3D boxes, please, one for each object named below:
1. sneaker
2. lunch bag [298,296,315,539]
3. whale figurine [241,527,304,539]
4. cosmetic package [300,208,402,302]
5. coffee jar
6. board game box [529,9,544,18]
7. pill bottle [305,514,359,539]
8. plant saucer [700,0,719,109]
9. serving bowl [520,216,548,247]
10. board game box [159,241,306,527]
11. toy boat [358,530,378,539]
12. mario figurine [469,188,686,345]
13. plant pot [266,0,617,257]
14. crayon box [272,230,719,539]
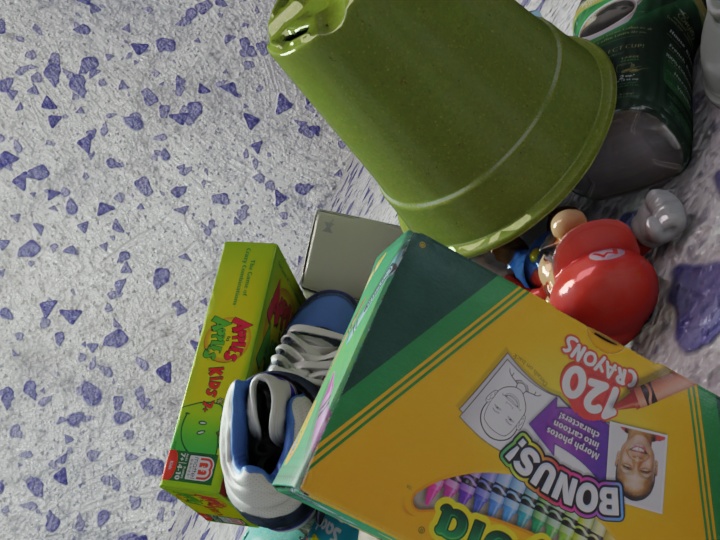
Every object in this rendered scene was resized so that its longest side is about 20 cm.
[{"bbox_3d":[-0.041,0.081,0.612,0.147,0.080,0.201,83,-159,-63],"label":"sneaker"},{"bbox_3d":[-0.023,0.145,0.793,0.201,0.139,0.168,-64,-23,-22],"label":"lunch bag"},{"bbox_3d":[-0.058,0.264,0.895,0.201,0.103,0.159,-64,9,3],"label":"whale figurine"},{"bbox_3d":[0.000,0.000,0.822,0.200,0.105,0.071,96,-174,-84],"label":"cosmetic package"},{"bbox_3d":[0.210,-0.156,0.671,0.104,0.085,0.201,-17,41,44],"label":"coffee jar"},{"bbox_3d":[0.130,-0.169,0.928,0.200,0.103,0.105,-41,-8,40],"label":"board game box"},{"bbox_3d":[0.012,0.216,0.636,0.201,0.110,0.111,-63,9,-9],"label":"pill bottle"},{"bbox_3d":[0.281,-0.202,0.560,0.201,0.050,0.200,-59,10,18],"label":"plant saucer"},{"bbox_3d":[0.133,-0.061,0.768,0.200,0.066,0.201,-47,-31,-39],"label":"serving bowl"},{"bbox_3d":[-0.094,0.089,0.683,0.102,0.047,0.201,68,-152,-59],"label":"board game box"},{"bbox_3d":[0.089,0.122,0.512,0.130,0.130,0.201,20,100,42],"label":"toy boat"},{"bbox_3d":[0.145,-0.019,0.607,0.124,0.106,0.200,-61,7,6],"label":"mario figurine"},{"bbox_3d":[0.041,-0.142,0.599,0.200,0.190,0.201,-33,37,29],"label":"plant pot"},{"bbox_3d":[0.076,0.084,0.383,0.119,0.199,0.058,-65,9,-18],"label":"crayon box"}]
